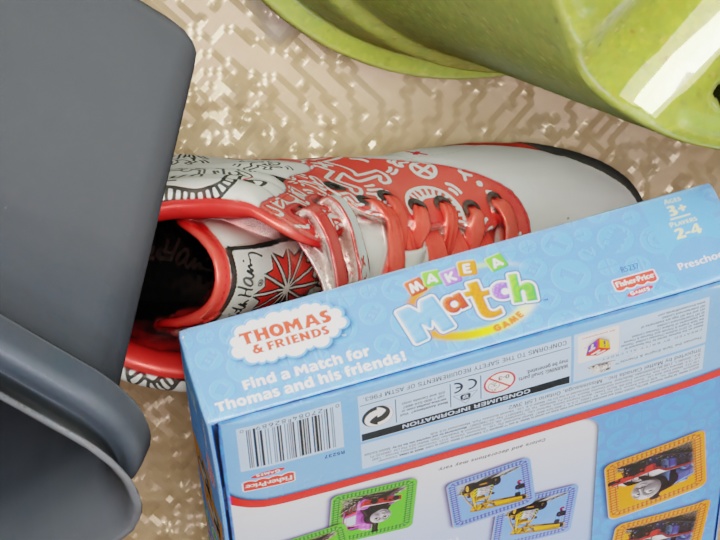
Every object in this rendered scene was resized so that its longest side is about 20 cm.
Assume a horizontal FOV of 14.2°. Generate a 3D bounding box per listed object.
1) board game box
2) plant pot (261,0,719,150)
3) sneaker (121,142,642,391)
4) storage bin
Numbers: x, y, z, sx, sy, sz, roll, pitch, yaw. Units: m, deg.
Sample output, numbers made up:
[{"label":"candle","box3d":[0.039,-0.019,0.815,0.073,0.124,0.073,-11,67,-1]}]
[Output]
[{"label":"board game box","box3d":[0.031,0.067,0.834,0.151,0.037,0.200,-16,143,-9]},{"label":"plant pot","box3d":[0.072,-0.120,0.765,0.200,0.184,0.201,-9,114,-20]},{"label":"sneaker","box3d":[-0.001,0.001,0.835,0.201,0.108,0.067,2,101,-13]},{"label":"storage bin","box3d":[-0.118,0.006,0.727,0.145,0.200,0.134,31,56,-21]}]
